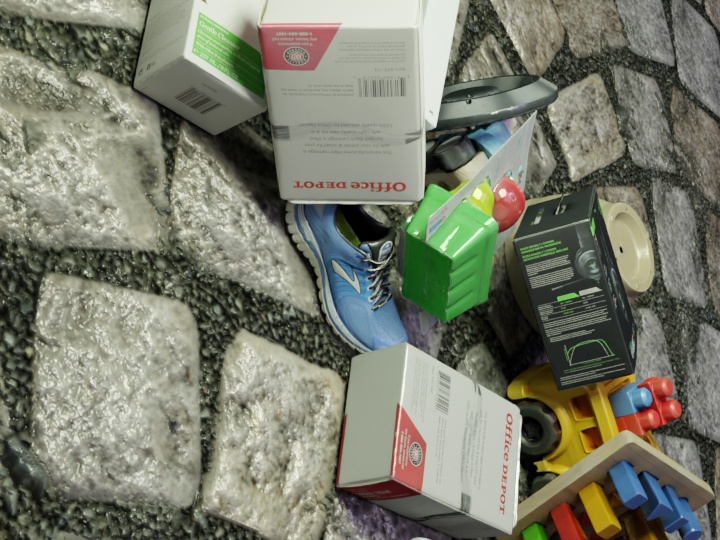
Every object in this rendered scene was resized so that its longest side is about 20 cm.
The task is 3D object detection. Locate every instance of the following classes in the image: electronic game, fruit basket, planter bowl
[{"bbox_3d":[0.129,-0.190,1.304,0.200,0.199,0.042,-31,115,-50],"label":"electronic game"},{"bbox_3d":[0.119,-0.052,1.202,0.200,0.093,0.186,-52,157,-33],"label":"fruit basket"},{"bbox_3d":[0.302,-0.014,1.491,0.199,0.134,0.202,21,61,-44],"label":"planter bowl"}]

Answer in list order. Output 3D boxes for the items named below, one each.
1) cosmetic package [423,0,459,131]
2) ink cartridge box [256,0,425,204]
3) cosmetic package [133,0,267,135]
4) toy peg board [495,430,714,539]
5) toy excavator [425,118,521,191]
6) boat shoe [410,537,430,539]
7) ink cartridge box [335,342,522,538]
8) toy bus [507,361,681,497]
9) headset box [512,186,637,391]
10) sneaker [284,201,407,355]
[{"bbox_3d":[0.027,-0.219,1.231,0.052,0.150,0.201,38,50,-35],"label":"cosmetic package"},{"bbox_3d":[-0.012,-0.165,1.069,0.083,0.145,0.201,-83,172,-46],"label":"ink cartridge box"},{"bbox_3d":[-0.142,-0.249,1.096,0.107,0.084,0.202,27,58,-40],"label":"cosmetic package"},{"bbox_3d":[0.293,0.307,1.290,0.199,0.199,0.098,32,27,-38],"label":"toy peg board"},{"bbox_3d":[0.151,-0.149,1.378,0.200,0.194,0.100,-38,107,-20],"label":"toy excavator"},{"bbox_3d":[0.047,0.359,1.095,0.071,0.072,0.202,27,58,-46],"label":"boat shoe"},{"bbox_3d":[0.076,0.184,1.188,0.199,0.082,0.148,32,54,-38],"label":"ink cartridge box"},{"bbox_3d":[0.296,0.202,1.359,0.135,0.191,0.202,-19,92,-52],"label":"toy bus"},{"bbox_3d":[0.253,0.011,1.329,0.174,0.092,0.202,-47,120,-69],"label":"headset box"},{"bbox_3d":[0.000,0.000,1.164,0.079,0.089,0.201,-44,112,-47],"label":"sneaker"}]
